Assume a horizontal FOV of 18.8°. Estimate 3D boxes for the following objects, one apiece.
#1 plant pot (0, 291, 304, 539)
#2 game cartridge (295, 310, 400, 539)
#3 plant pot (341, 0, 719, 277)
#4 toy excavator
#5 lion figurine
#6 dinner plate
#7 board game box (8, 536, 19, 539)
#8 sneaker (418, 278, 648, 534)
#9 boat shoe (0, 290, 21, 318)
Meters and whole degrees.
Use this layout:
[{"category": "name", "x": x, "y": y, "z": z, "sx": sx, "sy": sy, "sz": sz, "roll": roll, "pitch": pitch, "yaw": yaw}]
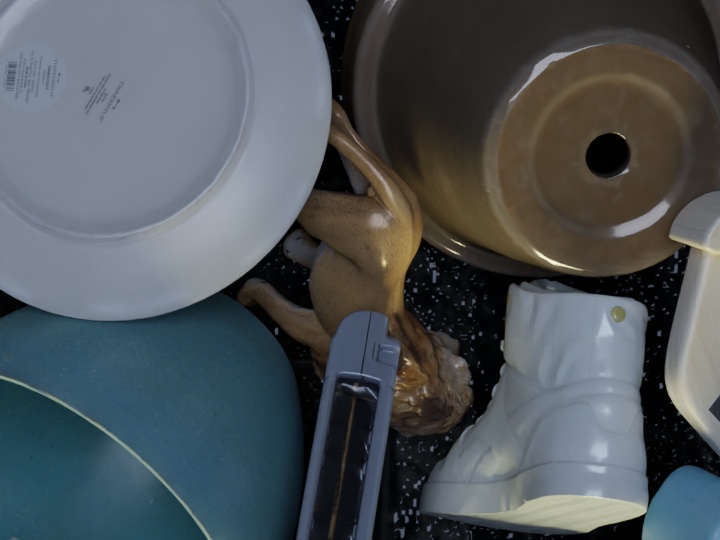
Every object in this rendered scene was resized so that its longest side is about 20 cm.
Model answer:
[{"category": "plant pot", "x": -0.105, "y": 0.082, "z": 1.054, "sx": 0.200, "sy": 0.200, "sz": 0.135, "roll": 37, "pitch": 53, "yaw": 3}, {"category": "game cartridge", "x": -0.015, "y": 0.136, "z": 1.005, "sx": 0.041, "sy": 0.133, "sz": 0.201, "roll": 12, "pitch": 53, "yaw": -3}, {"category": "plant pot", "x": 0.097, "y": -0.074, "z": 1.026, "sx": 0.199, "sy": 0.175, "sz": 0.201, "roll": -2, "pitch": 109, "yaw": -6}, {"category": "toy excavator", "x": 0.175, "y": 0.092, "z": 0.959, "sx": 0.200, "sy": 0.100, "sz": 0.195, "roll": 40, "pitch": 86, "yaw": -22}, {"category": "lion figurine", "x": 0.000, "y": 0.000, "z": 1.056, "sx": 0.122, "sy": 0.200, "sz": 0.072, "roll": 35, "pitch": 66, "yaw": 25}, {"category": "dinner plate", "x": -0.113, "y": -0.077, "z": 0.992, "sx": 0.199, "sy": 0.024, "sz": 0.201, "roll": -2, "pitch": 78, "yaw": 8}, {"category": "board game box", "x": -0.161, "y": 0.244, "z": 1.056, "sx": 0.126, "sy": 0.035, "sz": 0.200, "roll": 31, "pitch": 114, "yaw": 10}, {"category": "sneaker", "x": 0.087, "y": 0.065, "z": 1.045, "sx": 0.073, "sy": 0.200, "sz": 0.116, "roll": 9, "pitch": 76, "yaw": -19}, {"category": "boat shoe", "x": -0.157, "y": -0.056, "z": 1.109, "sx": 0.065, "sy": 0.072, "sz": 0.201, "roll": 15, "pitch": 80, "yaw": 7}]
